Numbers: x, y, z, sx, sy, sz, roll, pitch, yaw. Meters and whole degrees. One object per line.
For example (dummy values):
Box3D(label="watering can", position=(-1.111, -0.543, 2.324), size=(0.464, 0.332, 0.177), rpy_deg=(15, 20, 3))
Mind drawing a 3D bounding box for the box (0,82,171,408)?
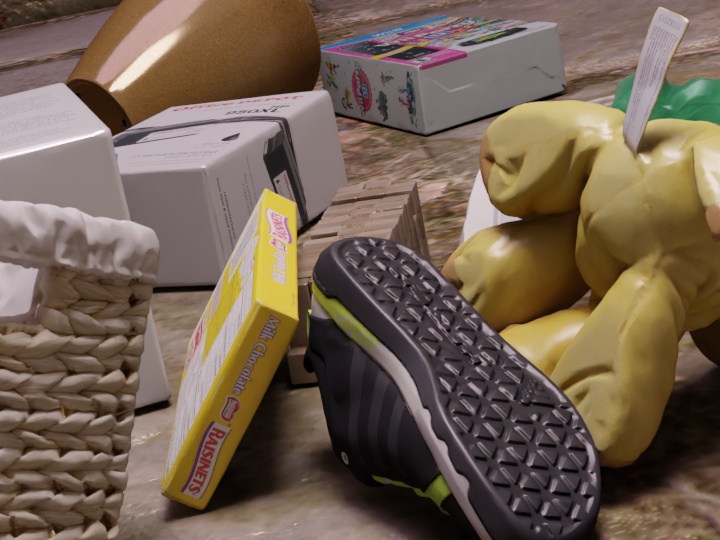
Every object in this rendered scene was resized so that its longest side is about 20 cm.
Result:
Box3D(label="box", position=(-0.189, -0.010, 0.905), size=(0.106, 0.153, 0.200), rpy_deg=(-15, 17, -14))

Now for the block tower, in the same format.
Box3D(label="block tower", position=(0.000, 0.000, 0.917), size=(0.054, 0.058, 0.200), rpy_deg=(-8, 18, 12))

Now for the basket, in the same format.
Box3D(label="basket", position=(-0.211, 0.049, 0.621), size=(0.199, 0.162, 0.198), rpy_deg=(-1, -6, 29))

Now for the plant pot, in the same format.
Box3D(label="plant pot", position=(-0.168, -0.181, 1.437), size=(0.186, 0.187, 0.200), rpy_deg=(5, 35, 42))

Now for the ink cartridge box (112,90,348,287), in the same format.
Box3D(label="ink cartridge box", position=(-0.116, -0.059, 1.131), size=(0.144, 0.085, 0.200), rpy_deg=(-3, 18, 25))

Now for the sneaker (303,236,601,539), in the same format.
Box3D(label="sneaker", position=(0.031, 0.066, 0.677), size=(0.071, 0.083, 0.200), rpy_deg=(2, 34, -30))

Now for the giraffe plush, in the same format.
Box3D(label="giraffe plush", position=(0.155, -0.011, 0.710), size=(0.161, 0.201, 0.173), rpy_deg=(6, 39, -31))

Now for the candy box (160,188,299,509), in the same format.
Box3D(label="candy box", position=(-0.061, 0.031, 0.792), size=(0.026, 0.103, 0.200), rpy_deg=(23, 15, -9))

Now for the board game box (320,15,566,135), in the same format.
Box3D(label="board game box", position=(0.069, -0.181, 1.444), size=(0.147, 0.065, 0.200), rpy_deg=(-18, 17, -23))

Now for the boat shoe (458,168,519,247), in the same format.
Box3D(label="boat shoe", position=(0.090, -0.012, 0.892), size=(0.068, 0.072, 0.200), rpy_deg=(12, 13, 3))

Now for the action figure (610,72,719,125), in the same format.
Box3D(label="action figure", position=(0.179, -0.071, 1.033), size=(0.118, 0.055, 0.200), rpy_deg=(4, 29, 37))
